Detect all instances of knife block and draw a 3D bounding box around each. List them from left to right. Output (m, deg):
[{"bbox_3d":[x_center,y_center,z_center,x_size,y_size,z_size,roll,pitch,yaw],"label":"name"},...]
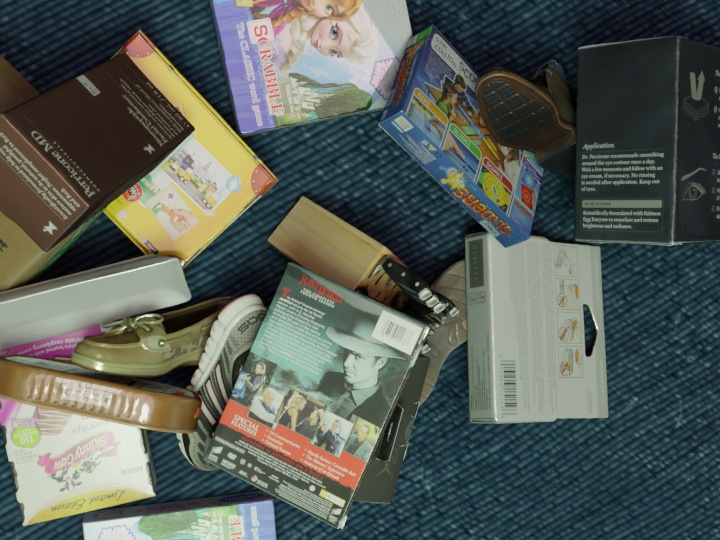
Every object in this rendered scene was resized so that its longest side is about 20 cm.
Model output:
[{"bbox_3d":[0.000,0.000,0.992,0.200,0.176,0.064,39,85,2],"label":"knife block"}]

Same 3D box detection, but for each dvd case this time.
[{"bbox_3d":[-0.041,0.112,0.912,0.146,0.022,0.200,24,94,12],"label":"dvd case"}]

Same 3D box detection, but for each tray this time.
[{"bbox_3d":[-0.264,0.026,0.945,0.200,0.107,0.022,-15,68,-8],"label":"tray"}]

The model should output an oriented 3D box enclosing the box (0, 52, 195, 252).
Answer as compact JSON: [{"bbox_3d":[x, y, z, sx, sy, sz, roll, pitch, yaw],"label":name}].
[{"bbox_3d":[-0.237,-0.109,0.868,0.075,0.200,0.100,-37,101,31],"label":"box"}]

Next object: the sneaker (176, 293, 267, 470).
[{"bbox_3d":[-0.119,0.127,0.987,0.074,0.087,0.200,-4,123,-49],"label":"sneaker"}]

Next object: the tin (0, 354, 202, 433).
[{"bbox_3d":[-0.247,0.114,0.936,0.200,0.112,0.042,13,91,-4],"label":"tin"}]

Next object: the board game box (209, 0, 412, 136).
[{"bbox_3d":[-0.050,-0.255,1.042,0.199,0.041,0.200,-13,96,-9],"label":"board game box"}]

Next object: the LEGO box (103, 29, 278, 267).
[{"bbox_3d":[-0.206,-0.114,1.014,0.149,0.077,0.200,-43,99,-5],"label":"LEGO box"}]

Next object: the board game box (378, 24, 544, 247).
[{"bbox_3d":[0.112,-0.136,1.024,0.200,0.034,0.135,41,48,-26],"label":"board game box"}]

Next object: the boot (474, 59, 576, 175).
[{"bbox_3d":[0.171,-0.178,1.033,0.075,0.200,0.097,-25,57,28],"label":"boot"}]

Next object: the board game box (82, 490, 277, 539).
[{"bbox_3d":[-0.183,0.345,1.064,0.199,0.041,0.200,-6,94,-9],"label":"board game box"}]

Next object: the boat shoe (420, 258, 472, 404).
[{"bbox_3d":[0.067,0.062,1.072,0.200,0.072,0.076,-49,113,-25],"label":"boat shoe"}]

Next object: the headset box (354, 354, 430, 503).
[{"bbox_3d":[-0.025,0.132,0.995,0.075,0.200,0.149,15,92,-41],"label":"headset box"}]

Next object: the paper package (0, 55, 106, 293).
[{"bbox_3d":[-0.359,-0.073,0.938,0.191,0.103,0.200,45,117,-10],"label":"paper package"}]

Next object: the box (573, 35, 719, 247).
[{"bbox_3d":[0.323,-0.128,1.040,0.197,0.117,0.200,-3,95,-45],"label":"box"}]

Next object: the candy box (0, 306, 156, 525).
[{"bbox_3d":[-0.294,0.144,1.023,0.136,0.061,0.200,-12,96,-9],"label":"candy box"}]

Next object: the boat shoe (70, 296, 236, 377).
[{"bbox_3d":[-0.197,0.062,0.986,0.073,0.200,0.063,14,102,32],"label":"boat shoe"}]

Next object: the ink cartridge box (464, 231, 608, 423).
[{"bbox_3d":[0.192,0.064,1.090,0.173,0.044,0.200,5,80,-37],"label":"ink cartridge box"}]
